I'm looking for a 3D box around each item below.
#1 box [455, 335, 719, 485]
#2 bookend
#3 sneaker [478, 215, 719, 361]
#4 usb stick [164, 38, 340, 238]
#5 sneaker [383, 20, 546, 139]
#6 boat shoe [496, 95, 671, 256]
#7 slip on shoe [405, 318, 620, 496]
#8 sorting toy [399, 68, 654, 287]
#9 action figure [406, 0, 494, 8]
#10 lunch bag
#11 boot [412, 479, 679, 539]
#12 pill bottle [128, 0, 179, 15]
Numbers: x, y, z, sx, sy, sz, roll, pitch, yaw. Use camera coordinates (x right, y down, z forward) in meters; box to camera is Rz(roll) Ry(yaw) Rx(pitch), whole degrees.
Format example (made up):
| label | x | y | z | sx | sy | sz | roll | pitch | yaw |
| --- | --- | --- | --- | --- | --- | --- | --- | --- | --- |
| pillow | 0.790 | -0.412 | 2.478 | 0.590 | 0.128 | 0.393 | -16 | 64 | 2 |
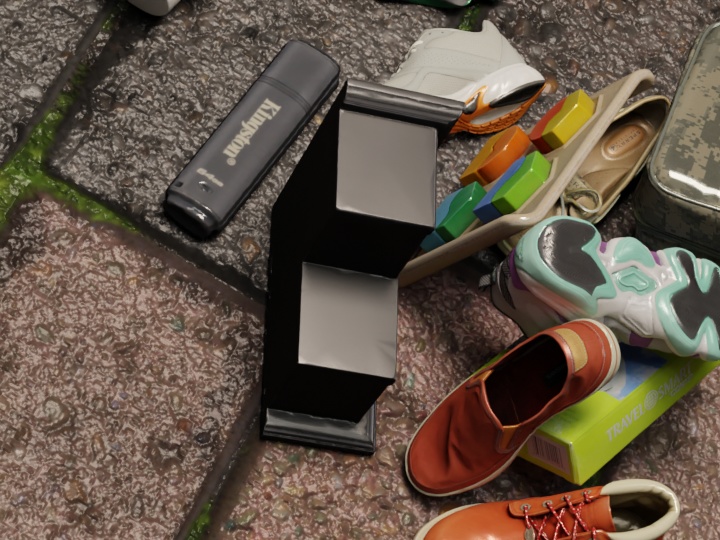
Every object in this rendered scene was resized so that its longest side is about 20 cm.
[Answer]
| label | x | y | z | sx | sy | sz | roll | pitch | yaw |
| --- | --- | --- | --- | --- | --- | --- | --- | --- | --- |
| box | 0.185 | 0.075 | 1.704 | 0.122 | 0.048 | 0.200 | 23 | 47 | 40 |
| bookend | 0.000 | 0.000 | 1.618 | 0.092 | 0.200 | 0.200 | 10 | 60 | -15 |
| sneaker | 0.183 | 0.028 | 1.658 | 0.199 | 0.140 | 0.078 | 24 | 62 | -17 |
| usb stick | -0.083 | -0.106 | 1.741 | 0.055 | 0.033 | 0.200 | 37 | 58 | 0 |
| sneaker | 0.050 | -0.149 | 1.798 | 0.199 | 0.076 | 0.092 | -17 | 63 | -35 |
| boat shoe | 0.181 | -0.079 | 1.808 | 0.073 | 0.063 | 0.200 | 43 | 58 | 4 |
| slip on shoe | 0.100 | 0.099 | 1.612 | 0.061 | 0.200 | 0.074 | 2 | 57 | -51 |
| sorting toy | 0.118 | -0.075 | 1.711 | 0.037 | 0.185 | 0.200 | 49 | 56 | -10 |
| action figure | 0.034 | -0.269 | 1.861 | 0.199 | 0.055 | 0.119 | 18 | 56 | -16 |
| lunch bag | 0.300 | -0.077 | 1.791 | 0.139 | 0.168 | 0.201 | 21 | 59 | 5 |
| boot | 0.136 | 0.191 | 1.626 | 0.199 | 0.107 | 0.075 | -5 | 68 | -21 |
| pill bottle | -0.123 | -0.302 | 1.772 | 0.112 | 0.112 | 0.200 | 38 | 71 | 2 |
